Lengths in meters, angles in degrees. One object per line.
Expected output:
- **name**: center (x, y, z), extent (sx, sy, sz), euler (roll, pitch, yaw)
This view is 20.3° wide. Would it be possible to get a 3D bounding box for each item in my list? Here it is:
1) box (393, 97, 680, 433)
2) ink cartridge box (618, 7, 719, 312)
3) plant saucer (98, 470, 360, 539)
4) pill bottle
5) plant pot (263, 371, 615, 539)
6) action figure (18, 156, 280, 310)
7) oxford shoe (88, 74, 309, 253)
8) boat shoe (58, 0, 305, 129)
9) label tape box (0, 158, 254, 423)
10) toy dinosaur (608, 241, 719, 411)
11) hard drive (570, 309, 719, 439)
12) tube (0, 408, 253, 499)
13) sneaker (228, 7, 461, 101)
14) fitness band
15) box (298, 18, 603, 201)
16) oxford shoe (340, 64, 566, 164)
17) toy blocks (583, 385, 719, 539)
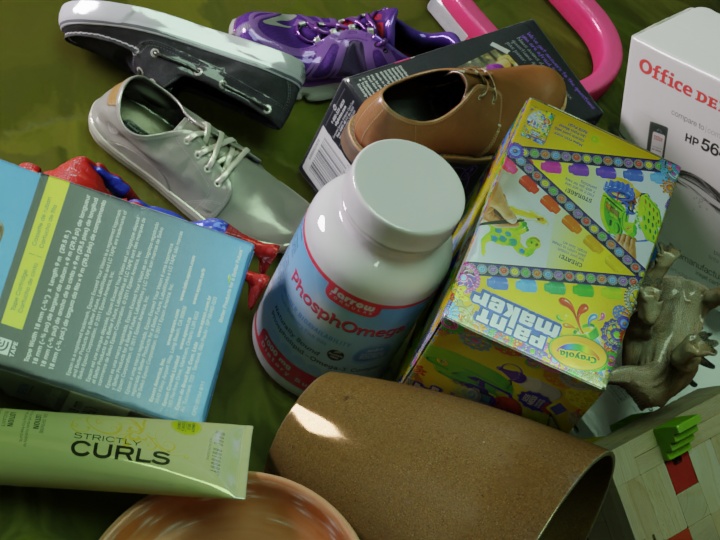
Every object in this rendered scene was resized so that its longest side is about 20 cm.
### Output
- **box**: center (0.116, 0.022, 1.441), extent (0.122, 0.200, 0.193), euler (25, 61, -2)
- **ink cartridge box**: center (0.280, -0.087, 1.595), extent (0.084, 0.201, 0.146), euler (-26, 43, -35)
- **plant saucer**: center (-0.087, 0.224, 1.287), extent (0.199, 0.038, 0.201), euler (-4, 56, 6)
- **pill bottle**: center (0.000, 0.000, 1.429), extent (0.108, 0.200, 0.109), euler (12, 51, -15)
- **plant pot**: center (0.042, 0.156, 1.365), extent (0.200, 0.187, 0.186), euler (29, 47, 19)
- **action figure**: center (-0.162, -0.032, 1.482), extent (0.200, 0.052, 0.066), euler (26, 44, -8)
- **oxford shoe**: center (-0.117, -0.081, 1.535), extent (0.200, 0.058, 0.075), euler (34, 46, 1)
- **boat shoe**: center (-0.145, -0.156, 1.578), extent (0.199, 0.070, 0.066), euler (16, 78, -5)
- **label tape box**: center (-0.190, 0.023, 1.393), extent (0.199, 0.063, 0.145), euler (19, 68, -10)
- **toy dinosaur**: center (0.224, 0.055, 1.490), extent (0.086, 0.136, 0.200), euler (31, 46, 8)
- **hard drive**: center (0.233, 0.080, 1.589), extent (0.200, 0.026, 0.132), euler (-24, 68, -36)
- **tube**: center (-0.172, 0.119, 1.326), extent (0.199, 0.052, 0.058), euler (4, 75, 0)
- **sneaker**: center (-0.009, -0.189, 1.646), extent (0.199, 0.084, 0.081), euler (6, 53, -19)
- **fitness band**: center (0.144, -0.226, 1.774), extent (0.143, 0.037, 0.200), euler (-27, 70, -37)
- **box**: center (0.071, -0.103, 1.590), extent (0.200, 0.122, 0.106), euler (-20, 66, -35)
- **oxford shoe**: center (0.083, -0.122, 1.485), extent (0.200, 0.071, 0.071), euler (-18, 65, -35)
- **toy blocks**: center (0.236, 0.173, 1.472), extent (0.200, 0.100, 0.137), euler (-22, 94, -35)
